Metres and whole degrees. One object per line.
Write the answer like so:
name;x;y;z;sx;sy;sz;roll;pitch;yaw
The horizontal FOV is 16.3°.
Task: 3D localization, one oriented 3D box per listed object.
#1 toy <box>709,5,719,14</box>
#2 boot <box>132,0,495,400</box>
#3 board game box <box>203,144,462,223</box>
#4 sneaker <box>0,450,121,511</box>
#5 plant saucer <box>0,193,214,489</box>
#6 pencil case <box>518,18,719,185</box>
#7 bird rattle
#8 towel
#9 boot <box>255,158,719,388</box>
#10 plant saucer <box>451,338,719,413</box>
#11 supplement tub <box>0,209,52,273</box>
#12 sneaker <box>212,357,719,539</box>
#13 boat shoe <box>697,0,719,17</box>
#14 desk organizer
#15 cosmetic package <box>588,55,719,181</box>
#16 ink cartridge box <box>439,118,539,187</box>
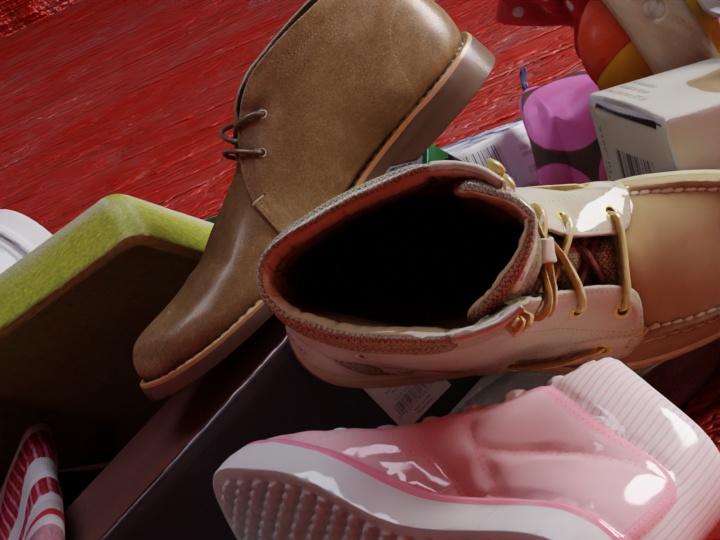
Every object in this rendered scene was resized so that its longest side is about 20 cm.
toy;0.254;-0.142;1.035;0.200;0.047;0.115;-22;19;-21
boot;-0.036;-0.037;1.005;0.200;0.075;0.074;-51;17;-15
board game box;0.000;0.000;1.199;0.200;0.134;0.029;-17;61;39
sneaker;-0.089;0.111;1.135;0.200;0.072;0.083;-22;-8;22
plant saucer;-0.104;0.034;1.123;0.200;0.048;0.199;-33;-31;29
pencil case;0.178;-0.093;1.257;0.200;0.091;0.094;-21;-8;19
bird rattle;0.134;-0.108;1.149;0.112;0.200;0.163;-25;-10;-1
towel;-0.156;0.147;1.021;0.144;0.023;0.200;-65;12;7
boot;0.066;-0.003;0.887;0.199;0.072;0.155;-10;-9;2
plant saucer;0.081;0.045;1.055;0.200;0.037;0.200;-26;14;7
supplement tub;-0.241;0.070;1.360;0.200;0.145;0.145;-38;17;-30
sneaker;0.044;0.080;0.907;0.200;0.076;0.105;5;35;44
boat shoe;0.185;-0.153;1.137;0.062;0.072;0.200;-23;7;18
desk organizer;-0.034;0.065;1.010;0.200;0.072;0.077;-47;17;-4
cosmetic package;0.206;-0.062;1.025;0.199;0.071;0.105;-17;13;-11
ink cartridge box;0.008;-0.028;1.357;0.200;0.044;0.198;-22;3;28
